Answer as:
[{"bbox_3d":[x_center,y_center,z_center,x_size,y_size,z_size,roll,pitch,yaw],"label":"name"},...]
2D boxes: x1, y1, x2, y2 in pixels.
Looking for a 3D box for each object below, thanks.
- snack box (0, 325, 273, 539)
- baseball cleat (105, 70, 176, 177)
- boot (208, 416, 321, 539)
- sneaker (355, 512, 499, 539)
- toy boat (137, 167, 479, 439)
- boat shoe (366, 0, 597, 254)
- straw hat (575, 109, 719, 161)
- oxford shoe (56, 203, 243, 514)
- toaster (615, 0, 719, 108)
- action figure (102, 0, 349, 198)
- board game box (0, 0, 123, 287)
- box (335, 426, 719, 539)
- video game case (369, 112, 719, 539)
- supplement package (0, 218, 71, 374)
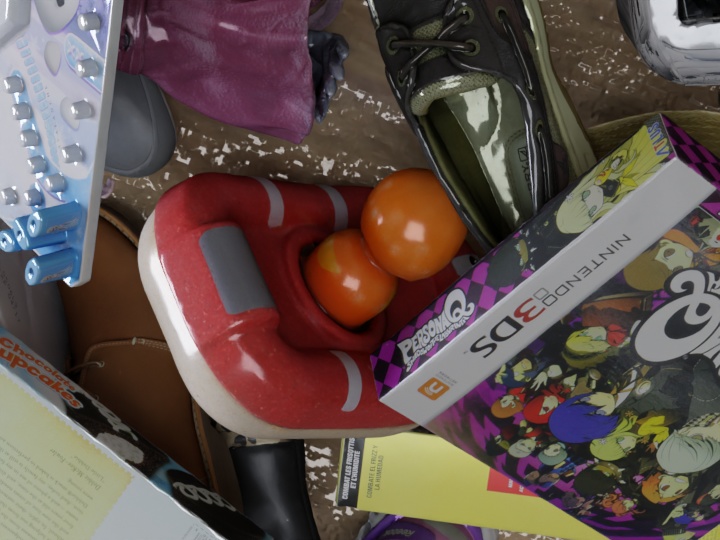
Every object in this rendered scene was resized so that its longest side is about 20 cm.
[{"bbox_3d":[-0.153,0.112,1.036,0.199,0.037,0.117,38,108,3],"label":"snack box"},{"bbox_3d":[-0.177,-0.110,1.071,0.200,0.107,0.070,46,120,-6],"label":"baseball cleat"},{"bbox_3d":[-0.088,0.142,1.161,0.199,0.073,0.152,-13,84,45],"label":"boot"},{"bbox_3d":[-0.003,0.202,1.173,0.080,0.089,0.201,33,109,-8],"label":"sneaker"},{"bbox_3d":[0.000,0.000,1.047,0.130,0.199,0.131,-37,68,29],"label":"toy boat"},{"bbox_3d":[0.047,-0.090,0.990,0.071,0.066,0.202,-21,103,29],"label":"boat shoe"},{"bbox_3d":[0.168,-0.022,1.081,0.199,0.085,0.202,10,131,12],"label":"straw hat"},{"bbox_3d":[-0.121,0.055,1.097,0.071,0.071,0.201,-40,63,39],"label":"oxford shoe"},{"bbox_3d":[0.169,-0.177,1.011,0.112,0.129,0.202,-3,108,4],"label":"toaster"},{"bbox_3d":[-0.103,-0.124,1.014,0.198,0.150,0.134,12,140,-4],"label":"action figure"},{"bbox_3d":[-0.165,-0.123,0.926,0.026,0.200,0.202,-14,129,-35],"label":"board game box"},{"bbox_3d":[0.089,0.099,1.139,0.198,0.075,0.051,9,109,2],"label":"box"},{"bbox_3d":[0.136,0.040,1.006,0.199,0.036,0.181,33,120,-33],"label":"video game case"},{"bbox_3d":[-0.260,0.025,1.115,0.198,0.120,0.122,-15,108,9],"label":"supplement package"}]
